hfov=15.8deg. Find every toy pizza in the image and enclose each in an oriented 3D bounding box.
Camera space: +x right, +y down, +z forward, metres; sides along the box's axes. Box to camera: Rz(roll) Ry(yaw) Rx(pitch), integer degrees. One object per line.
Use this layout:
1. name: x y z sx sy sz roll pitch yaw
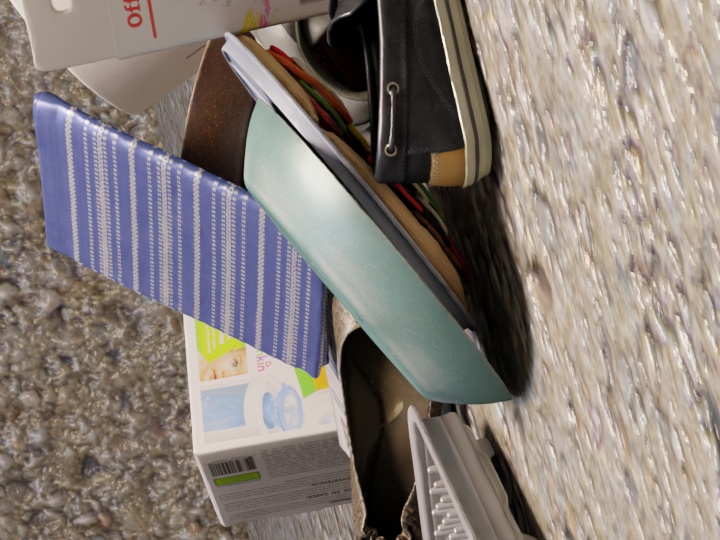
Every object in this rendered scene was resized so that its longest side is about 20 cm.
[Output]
1. toy pizza: 0.001 -0.050 1.336 0.200 0.032 0.200 50 178 2

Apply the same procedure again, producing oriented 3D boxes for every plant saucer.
1. plant saucer: 0.000 0.000 1.317 0.200 0.036 0.200 50 178 2
2. plant saucer: -0.055 -0.102 1.572 0.200 0.034 0.201 17 -90 -76

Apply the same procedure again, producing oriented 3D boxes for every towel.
1. towel: -0.103 -0.023 1.514 0.024 0.199 0.145 -55 -18 -32

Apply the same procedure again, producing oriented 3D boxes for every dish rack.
1. dish rack: 0.072 0.185 1.413 0.172 0.043 0.201 -113 13 -57

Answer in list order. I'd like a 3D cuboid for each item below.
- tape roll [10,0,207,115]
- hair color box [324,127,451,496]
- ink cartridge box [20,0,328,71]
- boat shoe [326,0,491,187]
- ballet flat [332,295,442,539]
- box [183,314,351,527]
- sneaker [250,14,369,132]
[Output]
1. tape roll: -0.145 -0.221 1.659 0.203 0.139 0.203 52 -165 -19
2. hair color box: 0.007 0.021 1.547 0.099 0.060 0.201 -128 27 -72
3. ink cartridge box: -0.084 -0.183 1.337 0.067 0.199 0.118 -112 12 -49
4. boat shoe: 0.012 -0.133 1.248 0.075 0.062 0.201 102 155 -77
5. ballet flat: 0.015 0.083 1.481 0.046 0.067 0.201 -44 -45 -66
6. box: -0.058 0.055 1.760 0.102 0.112 0.201 75 -175 -55
7. sneaker: -0.048 -0.163 1.456 0.200 0.074 0.079 48 160 -10
